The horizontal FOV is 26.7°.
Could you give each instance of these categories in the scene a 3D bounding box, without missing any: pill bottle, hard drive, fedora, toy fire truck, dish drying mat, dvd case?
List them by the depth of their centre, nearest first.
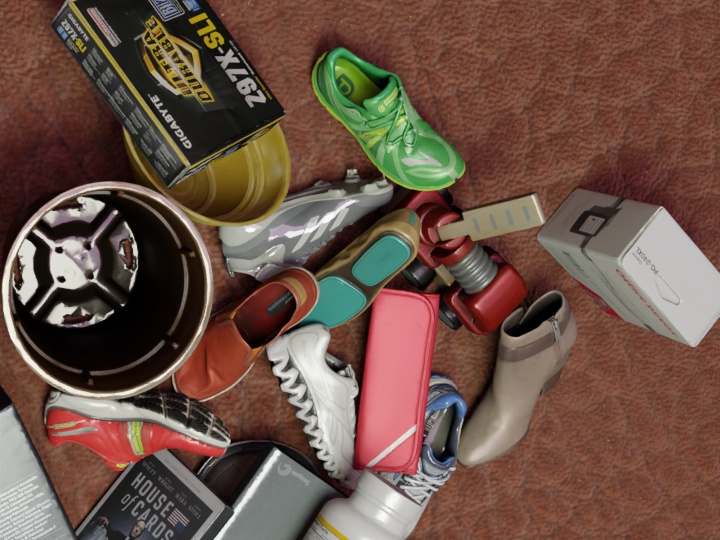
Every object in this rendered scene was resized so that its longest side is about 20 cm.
[{"bbox_3d":[-0.019,0.308,1.560,0.104,0.104,0.201,34,88,-22],"label":"pill bottle"},{"bbox_3d":[-0.237,0.291,1.587,0.201,0.150,0.025,-52,136,-6],"label":"dvd case"},{"bbox_3d":[-0.100,0.299,1.600,0.139,0.033,0.201,37,86,-24],"label":"hard drive"},{"bbox_3d":[0.129,-0.020,1.646,0.129,0.200,0.176,-44,110,-8],"label":"toy fire truck"},{"bbox_3d":[-0.104,0.288,1.664,0.175,0.090,0.203,-17,104,-18],"label":"fedora"},{"bbox_3d":[0.040,0.122,1.666,0.076,0.018,0.203,6,95,-9],"label":"dish drying mat"}]

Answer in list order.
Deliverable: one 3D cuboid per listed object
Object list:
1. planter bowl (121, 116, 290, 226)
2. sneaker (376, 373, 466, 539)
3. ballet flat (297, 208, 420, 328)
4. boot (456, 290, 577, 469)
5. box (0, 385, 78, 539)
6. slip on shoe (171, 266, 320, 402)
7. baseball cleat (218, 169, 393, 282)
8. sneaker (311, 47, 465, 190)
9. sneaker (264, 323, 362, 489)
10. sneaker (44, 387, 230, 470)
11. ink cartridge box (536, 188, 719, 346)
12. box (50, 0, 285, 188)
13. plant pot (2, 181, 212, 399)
[{"bbox_3d":[-0.175,-0.117,1.558,0.199,0.083,0.203,21,52,-29],"label":"planter bowl"},{"bbox_3d":[0.066,0.219,1.722,0.076,0.085,0.203,18,93,-22],"label":"sneaker"},{"bbox_3d":[0.000,0.000,1.642,0.068,0.199,0.063,40,40,-16],"label":"ballet flat"},{"bbox_3d":[0.173,0.116,1.723,0.200,0.070,0.147,-44,147,-27],"label":"boot"},{"bbox_3d":[-0.369,0.222,1.494,0.123,0.200,0.199,-28,108,-16],"label":"box"},{"bbox_3d":[-0.128,0.069,1.608,0.199,0.061,0.074,-39,86,17],"label":"slip on shoe"},{"bbox_3d":[-0.055,-0.041,1.652,0.197,0.070,0.108,-13,109,-9],"label":"baseball cleat"},{"bbox_3d":[0.027,-0.159,1.616,0.199,0.084,0.074,40,76,2],"label":"sneaker"},{"bbox_3d":[-0.032,0.151,1.673,0.080,0.075,0.202,-26,108,-2],"label":"sneaker"},{"bbox_3d":[-0.235,0.172,1.599,0.197,0.077,0.086,12,105,1],"label":"sneaker"},{"bbox_3d":[0.310,-0.007,1.717,0.084,0.200,0.145,-48,111,-7],"label":"ink cartridge box"},{"bbox_3d":[-0.187,-0.199,1.506,0.201,0.049,0.159,54,42,2],"label":"box"},{"bbox_3d":[-0.265,0.007,1.492,0.198,0.198,0.203,-3,99,-20],"label":"plant pot"}]
